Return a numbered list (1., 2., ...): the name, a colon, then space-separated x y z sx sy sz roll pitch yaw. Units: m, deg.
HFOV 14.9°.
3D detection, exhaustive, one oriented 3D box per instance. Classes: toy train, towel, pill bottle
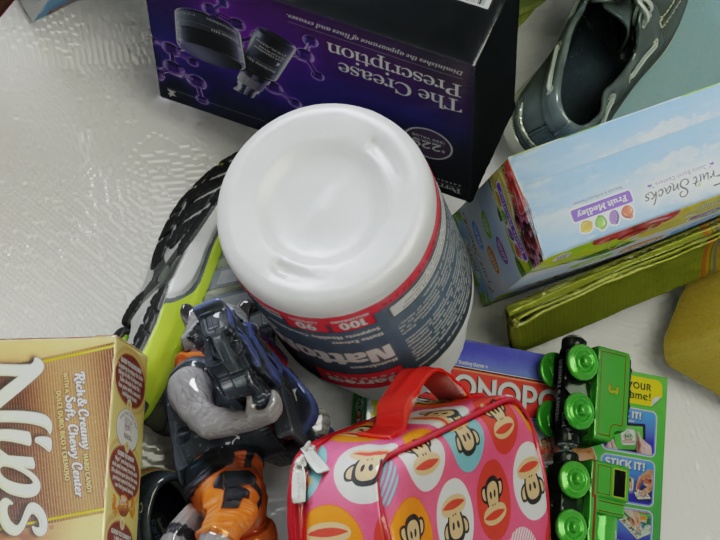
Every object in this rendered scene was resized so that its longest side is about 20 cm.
1. toy train: 0.131 0.138 1.624 0.056 0.042 0.202 14 72 -30
2. towel: 0.181 0.003 1.645 0.199 0.086 0.018 -22 70 -1
3. pill bottle: 0.000 0.000 1.526 0.119 0.200 0.121 -5 68 11

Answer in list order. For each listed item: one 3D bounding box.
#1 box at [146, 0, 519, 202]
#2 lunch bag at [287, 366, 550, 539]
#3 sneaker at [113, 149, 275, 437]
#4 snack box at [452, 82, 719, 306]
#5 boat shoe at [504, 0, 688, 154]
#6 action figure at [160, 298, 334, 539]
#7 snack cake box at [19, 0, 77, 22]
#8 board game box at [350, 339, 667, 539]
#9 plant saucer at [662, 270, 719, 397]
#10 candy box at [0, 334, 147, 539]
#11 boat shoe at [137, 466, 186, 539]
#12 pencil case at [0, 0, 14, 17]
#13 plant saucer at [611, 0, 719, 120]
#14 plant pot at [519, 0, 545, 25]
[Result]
1. box: -0.015 -0.133 1.545 0.199 0.141 0.079 19 64 13
2. lunch bag: 0.036 0.142 1.503 0.200 0.081 0.178 -14 98 -60
3. sneaker: -0.081 0.012 1.592 0.081 0.074 0.201 34 71 -22
4. snack box: 0.153 -0.046 1.603 0.168 0.200 0.068 -19 86 -9
5. boat shoe: 0.161 -0.148 1.699 0.073 0.062 0.200 39 66 -9
6. action figure: -0.081 0.095 1.469 0.104 0.200 0.195 -10 56 15
7. snack cake box: -0.133 -0.244 1.631 0.199 0.067 0.116 -30 88 -26
8. board game box: 0.088 0.115 1.649 0.199 0.029 0.136 10 73 -20
9. plant saucer: 0.311 0.012 1.735 0.199 0.048 0.201 31 72 -20
10. candy box: -0.182 0.139 1.487 0.114 0.055 0.202 -2 73 16
11. boat shoe: -0.078 0.199 1.541 0.074 0.062 0.201 -27 89 -28
12. pencil case: -0.250 -0.136 1.508 0.090 0.094 0.201 32 87 -7
13. plant saucer: 0.217 -0.108 1.761 0.199 0.027 0.202 5 75 -20
14. plant pot: 0.111 -0.247 1.636 0.199 0.184 0.202 7 79 -41
